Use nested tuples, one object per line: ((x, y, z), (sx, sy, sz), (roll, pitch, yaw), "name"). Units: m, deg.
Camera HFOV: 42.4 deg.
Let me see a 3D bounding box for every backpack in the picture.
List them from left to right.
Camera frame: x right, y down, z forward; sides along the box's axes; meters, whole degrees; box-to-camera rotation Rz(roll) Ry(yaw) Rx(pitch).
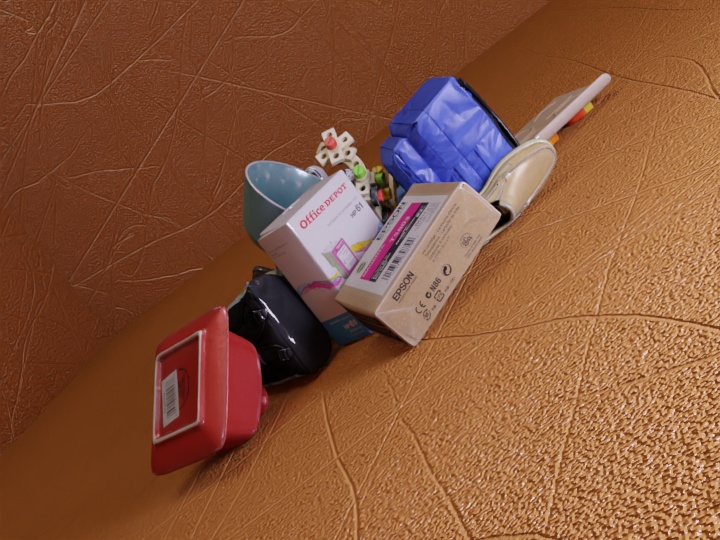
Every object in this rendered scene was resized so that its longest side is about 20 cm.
((-0.136, 0.097, 1.399), (0.200, 0.164, 0.153), (-38, 1, 43), "backpack")
((0.139, -0.163, 1.367), (0.168, 0.200, 0.163), (-47, 16, 5), "backpack")

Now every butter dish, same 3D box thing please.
((-0.195, 0.176, 1.298), (0.198, 0.146, 0.203), (-27, 57, 43), "butter dish")

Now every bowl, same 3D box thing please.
((-0.118, -0.088, 1.562), (0.201, 0.199, 0.106), (-65, 1, -66), "bowl")

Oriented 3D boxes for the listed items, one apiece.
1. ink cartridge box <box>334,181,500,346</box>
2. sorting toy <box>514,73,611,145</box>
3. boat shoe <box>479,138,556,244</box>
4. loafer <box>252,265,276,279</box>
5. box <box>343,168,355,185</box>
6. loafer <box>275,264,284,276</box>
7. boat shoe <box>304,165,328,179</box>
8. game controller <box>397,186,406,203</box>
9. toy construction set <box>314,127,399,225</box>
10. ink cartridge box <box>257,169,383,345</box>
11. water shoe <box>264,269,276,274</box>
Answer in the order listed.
((0.069, -0.014, 1.192), (0.201, 0.075, 0.164), (-56, 19, -8), "ink cartridge box")
((0.310, -0.237, 1.534), (0.185, 0.037, 0.200), (-42, 7, -13), "sorting toy")
((0.196, -0.091, 1.257), (0.200, 0.071, 0.076), (-49, 19, 7), "boat shoe")
((-0.181, 0.057, 1.799), (0.201, 0.072, 0.072), (100, -177, -63), "loafer")
((-0.031, -0.100, 1.711), (0.039, 0.139, 0.200), (1, -6, -11), "box")
((-0.107, 0.034, 1.499), (0.071, 0.063, 0.201), (-14, -34, -13), "loafer")
((-0.097, -0.082, 1.670), (0.070, 0.204, 0.090), (10, 19, 37), "boat shoe")
((0.082, -0.133, 1.550), (0.200, 0.042, 0.104), (-42, 13, -2), "game controller")
((0.012, -0.135, 1.432), (0.091, 0.200, 0.133), (-16, 58, 28), "toy construction set")
((-0.030, -0.019, 1.338), (0.084, 0.201, 0.145), (-25, 17, 50), "ink cartridge box")
((-0.086, 0.018, 1.579), (0.198, 0.072, 0.079), (-8, 18, 41), "water shoe")
